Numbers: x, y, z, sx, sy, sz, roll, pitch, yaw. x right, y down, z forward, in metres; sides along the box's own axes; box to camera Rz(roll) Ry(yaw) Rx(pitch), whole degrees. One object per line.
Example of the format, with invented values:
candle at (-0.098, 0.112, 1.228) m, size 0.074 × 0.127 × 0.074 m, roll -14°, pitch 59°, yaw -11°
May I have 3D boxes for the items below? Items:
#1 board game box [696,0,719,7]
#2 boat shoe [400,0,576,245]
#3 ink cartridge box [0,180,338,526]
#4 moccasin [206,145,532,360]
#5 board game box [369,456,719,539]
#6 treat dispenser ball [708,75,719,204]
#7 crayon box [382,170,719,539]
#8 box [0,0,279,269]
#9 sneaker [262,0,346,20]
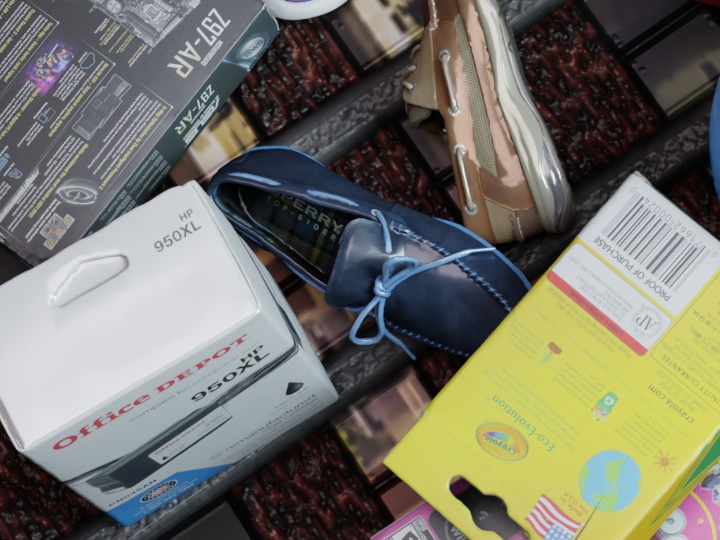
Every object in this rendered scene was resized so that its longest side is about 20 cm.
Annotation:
board game box at (0.109, -0.210, 1.521) m, size 0.199 × 0.153 × 0.041 m, roll 17°, pitch 80°, yaw 16°
boat shoe at (0.055, -0.105, 1.545) m, size 0.071 × 0.076 × 0.201 m, roll -22°, pitch 70°, yaw 6°
ink cartridge box at (-0.108, 0.048, 1.465) m, size 0.144 × 0.200 × 0.084 m, roll -31°, pitch 71°, yaw 2°
moccasin at (0.000, 0.000, 1.519) m, size 0.199 × 0.068 × 0.081 m, roll 24°, pitch 113°, yaw 24°
board game box at (0.128, 0.149, 1.464) m, size 0.200 × 0.064 × 0.148 m, roll -33°, pitch 71°, yaw -1°
treat dispenser ball at (0.277, -0.067, 1.423) m, size 0.200 × 0.201 × 0.202 m, roll -3°, pitch 74°, yaw 10°
crayon box at (0.123, 0.066, 1.430) m, size 0.127 × 0.051 × 0.200 m, roll 41°, pitch 84°, yaw 20°
box at (-0.169, -0.112, 1.604) m, size 0.160 × 0.044 × 0.200 m, roll 36°, pitch 84°, yaw 18°
sneaker at (-0.050, -0.248, 1.597) m, size 0.080 × 0.088 × 0.201 m, roll -15°, pitch 71°, yaw 8°
